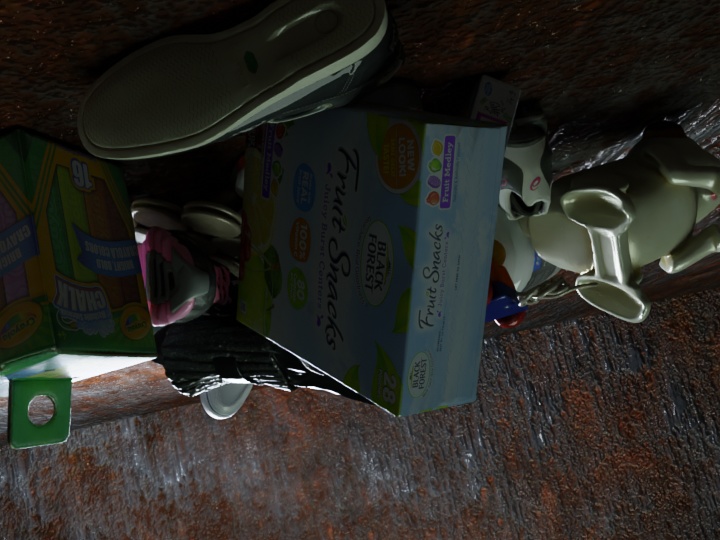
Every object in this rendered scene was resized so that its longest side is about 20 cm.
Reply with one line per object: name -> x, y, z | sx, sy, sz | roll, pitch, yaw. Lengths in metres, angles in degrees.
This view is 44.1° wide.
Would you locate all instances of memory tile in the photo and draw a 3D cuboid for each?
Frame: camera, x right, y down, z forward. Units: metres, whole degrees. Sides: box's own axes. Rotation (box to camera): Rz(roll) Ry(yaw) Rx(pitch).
memory tile -> -0.138, -0.021, 0.795 | 0.153, 0.017, 0.200 | 5, 161, 23

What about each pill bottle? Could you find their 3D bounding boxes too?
pill bottle -> 0.152, -0.024, 0.985 | 0.114, 0.114, 0.200 | -20, 179, 32

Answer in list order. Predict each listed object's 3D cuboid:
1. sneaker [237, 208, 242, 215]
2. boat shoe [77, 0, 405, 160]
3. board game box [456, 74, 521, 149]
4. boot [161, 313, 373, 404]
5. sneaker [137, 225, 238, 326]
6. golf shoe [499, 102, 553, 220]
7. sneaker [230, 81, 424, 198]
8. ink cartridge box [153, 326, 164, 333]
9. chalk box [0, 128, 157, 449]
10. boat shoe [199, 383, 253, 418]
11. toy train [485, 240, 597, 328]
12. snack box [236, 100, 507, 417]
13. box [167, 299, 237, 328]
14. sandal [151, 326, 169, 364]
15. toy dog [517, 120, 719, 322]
sneaker -> -0.110, -0.025, 0.875 | 0.088, 0.076, 0.200 | -6, 165, -10
boat shoe -> -0.071, -0.106, 0.523 | 0.199, 0.072, 0.068 | -18, 166, 12
board game box -> 0.069, -0.052, 0.745 | 0.034, 0.135, 0.200 | 19, 157, -5
boot -> -0.057, 0.078, 0.790 | 0.157, 0.080, 0.211 | -13, 154, 26
sneaker -> -0.139, 0.008, 0.737 | 0.095, 0.079, 0.200 | 5, 179, -24
golf shoe -> 0.138, -0.083, 0.843 | 0.077, 0.088, 0.200 | -16, 170, 2
sneaker -> -0.026, -0.060, 0.706 | 0.201, 0.108, 0.067 | -22, 166, 38
ink cartridge box -> -0.252, 0.051, 1.066 | 0.200, 0.083, 0.146 | -4, 166, -42
chalk box -> -0.236, 0.023, 0.636 | 0.123, 0.201, 0.124 | -17, 169, 16
boat shoe -> -0.147, 0.093, 1.145 | 0.073, 0.201, 0.065 | 25, 159, -25
toy train -> 0.121, -0.009, 0.839 | 0.200, 0.116, 0.085 | -20, 154, 31
snack box -> -0.005, -0.023, 0.571 | 0.067, 0.169, 0.200 | -6, -163, -36
box -> -0.138, 0.032, 0.941 | 0.160, 0.044, 0.200 | -2, -162, -42
sandal -> -0.157, 0.078, 0.939 | 0.075, 0.048, 0.200 | 14, -166, 13
toy dog -> 0.277, -0.061, 0.885 | 0.200, 0.140, 0.194 | -31, -160, -25
